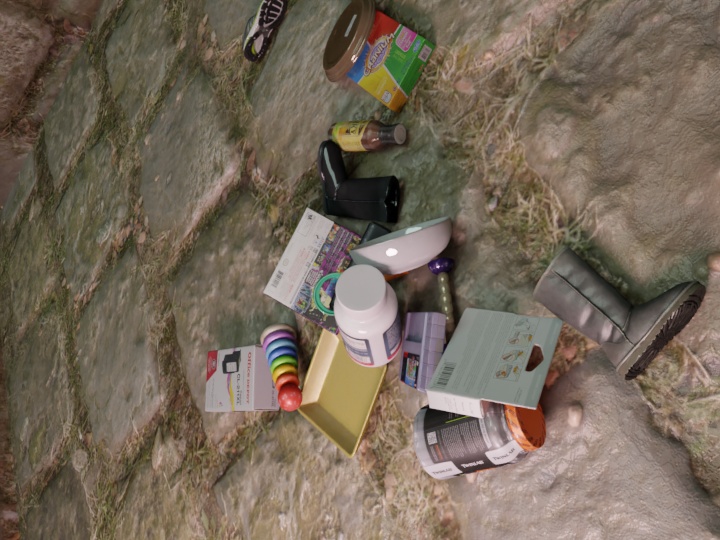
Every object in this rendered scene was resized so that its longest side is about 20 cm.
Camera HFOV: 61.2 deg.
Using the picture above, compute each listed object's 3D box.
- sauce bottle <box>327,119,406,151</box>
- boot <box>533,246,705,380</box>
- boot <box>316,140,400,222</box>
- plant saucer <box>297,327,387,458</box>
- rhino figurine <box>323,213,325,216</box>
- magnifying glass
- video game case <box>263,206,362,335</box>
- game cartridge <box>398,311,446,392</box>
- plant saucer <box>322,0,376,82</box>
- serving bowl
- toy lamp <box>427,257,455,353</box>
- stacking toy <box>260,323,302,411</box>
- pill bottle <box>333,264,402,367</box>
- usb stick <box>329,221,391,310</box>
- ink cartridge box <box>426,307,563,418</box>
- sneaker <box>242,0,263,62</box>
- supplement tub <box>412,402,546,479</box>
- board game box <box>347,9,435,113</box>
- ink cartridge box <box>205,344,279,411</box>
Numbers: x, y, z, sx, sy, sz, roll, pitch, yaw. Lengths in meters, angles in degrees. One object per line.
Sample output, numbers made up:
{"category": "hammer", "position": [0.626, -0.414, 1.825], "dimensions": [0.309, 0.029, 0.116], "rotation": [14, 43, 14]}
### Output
{"category": "sauce bottle", "position": [0.013, -0.290, 1.303], "dimensions": [0.196, 0.064, 0.067], "rotation": [8, 87, 43]}
{"category": "boot", "position": [0.373, 0.033, 0.902], "dimensions": [0.183, 0.071, 0.202], "rotation": [-52, 45, 20]}
{"category": "boot", "position": [-0.004, -0.188, 1.278], "dimensions": [0.197, 0.064, 0.171], "rotation": [13, 115, 48]}
{"category": "plant saucer", "position": [-0.031, 0.240, 1.248], "dimensions": [0.198, 0.048, 0.206], "rotation": [28, 101, 42]}
{"category": "rhino figurine", "position": [-0.073, -0.046, 1.335], "dimensions": [0.086, 0.059, 0.205], "rotation": [-29, 62, 18]}
{"category": "magnifying glass", "position": [0.001, 0.027, 1.189], "dimensions": [0.022, 0.194, 0.082], "rotation": [173, 78, -79]}
{"category": "video game case", "position": [-0.080, 0.000, 1.259], "dimensions": [0.177, 0.036, 0.204], "rotation": [26, 84, 9]}
{"category": "game cartridge", "position": [0.104, 0.140, 1.073], "dimensions": [0.200, 0.037, 0.134], "rotation": [153, 128, -80]}
{"category": "plant saucer", "position": [-0.031, -0.526, 1.372], "dimensions": [0.199, 0.029, 0.205], "rotation": [-40, 39, 41]}
{"category": "serving bowl", "position": [0.080, -0.037, 1.115], "dimensions": [0.196, 0.198, 0.068], "rotation": [-15, 97, 40]}
{"category": "toy lamp", "position": [0.159, 0.082, 1.094], "dimensions": [0.057, 0.057, 0.207], "rotation": [-19, 69, 38]}
{"category": "stacking toy", "position": [-0.167, 0.217, 1.327], "dimensions": [0.085, 0.084, 0.203], "rotation": [-45, 40, 26]}
{"category": "pill bottle", "position": [0.013, 0.081, 1.101], "dimensions": [0.115, 0.202, 0.123], "rotation": [-4, 58, 6]}
{"category": "usb stick", "position": [0.000, 0.000, 1.216], "dimensions": [0.204, 0.054, 0.033], "rotation": [-63, 9, -5]}
{"category": "ink cartridge box", "position": [0.215, 0.143, 0.953], "dimensions": [0.169, 0.201, 0.045], "rotation": [5, 128, 30]}
{"category": "sneaker", "position": [-0.271, -0.676, 1.648], "dimensions": [0.202, 0.073, 0.081], "rotation": [-55, 48, 19]}
{"category": "supplement tub", "position": [0.190, 0.258, 0.983], "dimensions": [0.197, 0.121, 0.126], "rotation": [-27, 64, 37]}
{"category": "board game box", "position": [0.054, -0.455, 1.312], "dimensions": [0.200, 0.040, 0.156], "rotation": [46, 113, 39]}
{"category": "ink cartridge box", "position": [-0.283, 0.261, 1.459], "dimensions": [0.196, 0.081, 0.151], "rotation": [-13, 72, 42]}
